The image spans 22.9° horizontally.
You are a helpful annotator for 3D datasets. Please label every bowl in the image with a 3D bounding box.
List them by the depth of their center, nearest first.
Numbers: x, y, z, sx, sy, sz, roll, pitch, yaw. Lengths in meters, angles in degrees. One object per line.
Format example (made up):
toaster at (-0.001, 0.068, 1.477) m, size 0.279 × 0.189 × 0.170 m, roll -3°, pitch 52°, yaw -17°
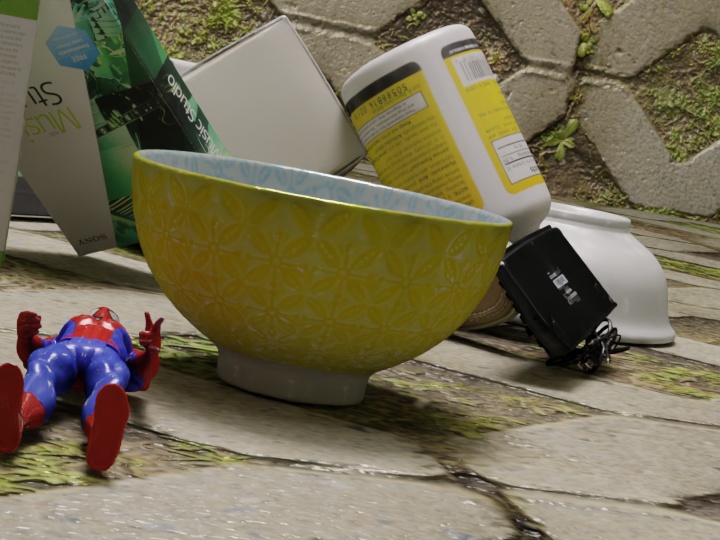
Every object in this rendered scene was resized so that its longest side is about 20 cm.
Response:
bowl at (-0.028, 0.008, 0.922) m, size 0.198 × 0.109 × 0.200 m, roll 11°, pitch 7°, yaw -1°
bowl at (0.165, -0.006, 1.447) m, size 0.199 × 0.091 × 0.201 m, roll 10°, pitch 7°, yaw -1°

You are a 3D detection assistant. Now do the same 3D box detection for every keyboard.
keyboard at (0.128, 0.028, 1.185) m, size 0.104 × 0.040 × 0.200 m, roll 54°, pitch 19°, yaw 5°

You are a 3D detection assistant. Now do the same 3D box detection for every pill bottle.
pill bottle at (0.074, -0.069, 1.315) m, size 0.110 × 0.202 × 0.111 m, roll -25°, pitch -4°, yaw -2°

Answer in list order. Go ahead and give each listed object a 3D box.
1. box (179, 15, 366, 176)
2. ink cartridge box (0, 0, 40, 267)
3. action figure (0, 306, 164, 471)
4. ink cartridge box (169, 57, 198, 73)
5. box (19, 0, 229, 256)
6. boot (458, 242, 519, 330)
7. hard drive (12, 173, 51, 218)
box at (-0.079, -0.107, 1.420) m, size 0.108 × 0.129 × 0.200 m, roll -31°, pitch 1°, yaw -7°
ink cartridge box at (-0.284, -0.109, 1.100) m, size 0.147 × 0.202 × 0.075 m, roll 5°, pitch 9°, yaw -44°
action figure at (-0.120, 0.041, 0.773) m, size 0.065 × 0.052 × 0.200 m, roll 6°, pitch 4°, yaw -5°
ink cartridge box at (-0.226, -0.131, 1.633) m, size 0.084 × 0.148 × 0.199 m, roll 15°, pitch 8°, yaw 38°
box at (-0.181, -0.105, 1.202) m, size 0.143 × 0.201 × 0.037 m, roll -12°, pitch 37°, yaw 29°
boot at (0.000, 0.000, 1.207) m, size 0.199 × 0.073 × 0.154 m, roll 9°, pitch 4°, yaw 36°
hard drive at (-0.333, -0.079, 1.495) m, size 0.199 × 0.038 × 0.139 m, roll 14°, pitch 7°, yaw 33°
